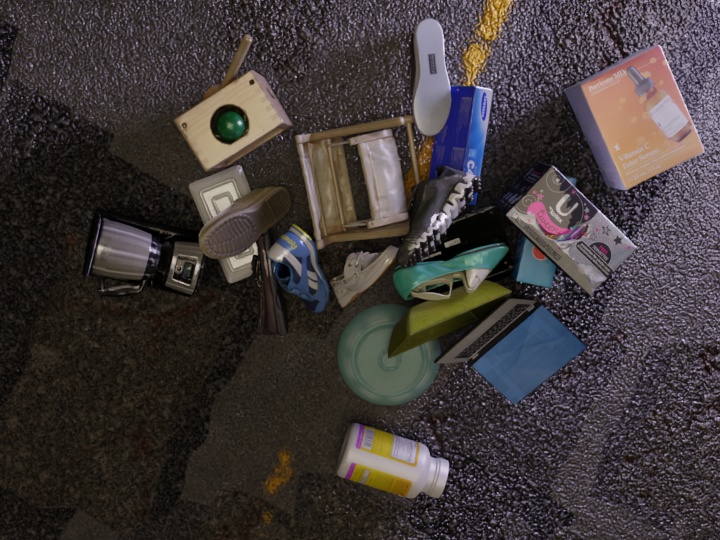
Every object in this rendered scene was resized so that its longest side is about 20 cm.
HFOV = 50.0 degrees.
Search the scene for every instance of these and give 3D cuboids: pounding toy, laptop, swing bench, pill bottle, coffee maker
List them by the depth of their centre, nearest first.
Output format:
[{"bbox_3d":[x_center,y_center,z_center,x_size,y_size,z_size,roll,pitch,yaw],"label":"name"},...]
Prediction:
[{"bbox_3d":[-0.214,-0.277,1.312,0.183,0.200,0.143,-31,97,5],"label":"pounding toy"},{"bbox_3d":[0.005,-0.157,1.364,0.199,0.130,0.200,-7,100,15],"label":"swing bench"},{"bbox_3d":[0.172,-0.021,1.369,0.176,0.103,0.201,-21,117,3],"label":"laptop"},{"bbox_3d":[-0.382,-0.041,1.381,0.199,0.193,0.135,14,121,-22],"label":"coffee maker"},{"bbox_3d":[0.272,0.151,1.397,0.187,0.199,0.116,-45,63,24],"label":"laptop"},{"bbox_3d":[0.061,0.365,1.461,0.199,0.104,0.105,18,99,-2],"label":"pill bottle"}]

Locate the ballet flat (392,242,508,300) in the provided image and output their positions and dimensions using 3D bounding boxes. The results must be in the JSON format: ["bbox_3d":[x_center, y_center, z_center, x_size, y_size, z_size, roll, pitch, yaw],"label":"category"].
[{"bbox_3d":[0.154,0.010,1.281,0.199,0.067,0.071,-13,72,3],"label":"ballet flat"}]

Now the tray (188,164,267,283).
[{"bbox_3d":[-0.235,-0.084,1.433,0.107,0.022,0.201,-21,98,3],"label":"tray"}]

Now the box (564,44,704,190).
[{"bbox_3d":[0.476,-0.264,1.353,0.152,0.106,0.201,-27,98,5],"label":"box"}]

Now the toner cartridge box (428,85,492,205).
[{"bbox_3d":[0.174,-0.222,1.367,0.043,0.095,0.202,1,102,-35],"label":"toner cartridge box"}]

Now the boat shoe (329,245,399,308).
[{"bbox_3d":[0.000,0.000,1.376,0.069,0.071,0.200,51,139,2],"label":"boat shoe"}]

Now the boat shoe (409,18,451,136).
[{"bbox_3d":[0.115,-0.337,1.366,0.069,0.066,0.202,-7,95,-10],"label":"boat shoe"}]

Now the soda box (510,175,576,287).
[{"bbox_3d":[0.331,-0.076,1.406,0.067,0.064,0.201,11,99,-1],"label":"soda box"}]

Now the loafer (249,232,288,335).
[{"bbox_3d":[-0.177,0.031,1.416,0.062,0.072,0.201,-7,112,4],"label":"loafer"}]

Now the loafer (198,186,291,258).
[{"bbox_3d":[-0.211,-0.087,1.373,0.200,0.068,0.076,-36,122,-33],"label":"loafer"}]

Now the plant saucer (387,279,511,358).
[{"bbox_3d":[0.143,0.078,1.356,0.199,0.200,0.048,-21,77,-14],"label":"plant saucer"}]

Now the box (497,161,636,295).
[{"bbox_3d":[0.344,-0.076,1.307,0.200,0.132,0.115,41,99,-6],"label":"box"}]

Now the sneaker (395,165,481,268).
[{"bbox_3d":[0.107,-0.093,1.259,0.090,0.067,0.200,33,75,21],"label":"sneaker"}]

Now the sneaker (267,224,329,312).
[{"bbox_3d":[-0.113,0.010,1.382,0.082,0.074,0.201,-41,138,-23],"label":"sneaker"}]

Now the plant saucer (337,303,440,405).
[{"bbox_3d":[0.054,0.165,1.463,0.198,0.036,0.202,0,99,1],"label":"plant saucer"}]
